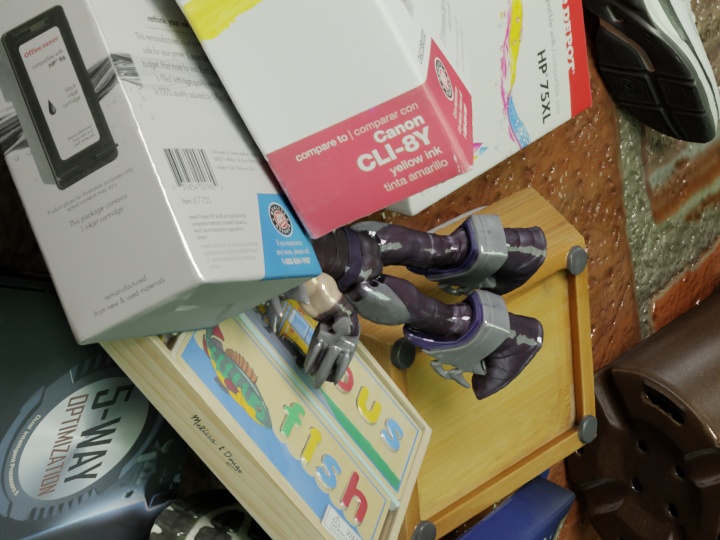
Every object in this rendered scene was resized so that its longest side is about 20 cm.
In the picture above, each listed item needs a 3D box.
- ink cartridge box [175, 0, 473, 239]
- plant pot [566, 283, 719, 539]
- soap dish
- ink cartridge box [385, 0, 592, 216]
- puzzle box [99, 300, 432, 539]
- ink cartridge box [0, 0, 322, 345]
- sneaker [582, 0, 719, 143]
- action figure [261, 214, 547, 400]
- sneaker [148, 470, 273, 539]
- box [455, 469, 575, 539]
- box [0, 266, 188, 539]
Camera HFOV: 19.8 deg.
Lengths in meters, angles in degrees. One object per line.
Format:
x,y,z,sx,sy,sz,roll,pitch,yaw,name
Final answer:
-0.028,-0.140,0.908,0.200,0.083,0.145,60,17,-25,ink cartridge box
0.248,0.096,1.309,0.198,0.200,0.201,-23,118,-33,plant pot
0.050,0.060,1.140,0.200,0.081,0.158,-26,120,-40,soap dish
0.060,-0.124,1.105,0.200,0.067,0.116,-33,124,-39,ink cartridge box
-0.045,0.048,0.972,0.200,0.025,0.133,50,30,-19,puzzle box
-0.102,-0.075,0.875,0.116,0.068,0.200,-3,70,-67,ink cartridge box
0.188,-0.175,1.231,0.115,0.076,0.201,-53,133,-22,sneaker
0.000,0.000,0.991,0.200,0.069,0.130,18,54,-34,action figure
-0.064,0.152,1.005,0.200,0.077,0.089,-44,156,-72,sneaker
0.070,0.186,1.149,0.121,0.032,0.200,-69,165,15,box
-0.155,0.101,0.948,0.160,0.043,0.200,10,94,-49,box
